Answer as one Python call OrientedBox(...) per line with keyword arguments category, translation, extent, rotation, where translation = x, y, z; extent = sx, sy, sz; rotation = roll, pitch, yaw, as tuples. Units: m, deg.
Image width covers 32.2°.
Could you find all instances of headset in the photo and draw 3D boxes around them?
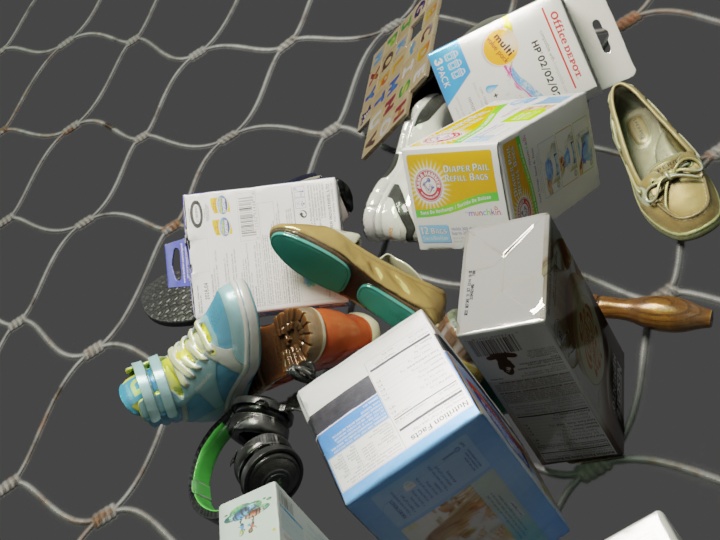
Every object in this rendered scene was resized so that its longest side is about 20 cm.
OrientedBox(category="headset", translation=(-0.104, 0.167, 1.238), extent=(0.199, 0.094, 0.124), rotation=(-37, 39, 19))

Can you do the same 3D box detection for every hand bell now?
OrientedBox(category="hand bell", translation=(0.223, 0.034, 1.150), extent=(0.198, 0.105, 0.105), rotation=(7, 56, 24))

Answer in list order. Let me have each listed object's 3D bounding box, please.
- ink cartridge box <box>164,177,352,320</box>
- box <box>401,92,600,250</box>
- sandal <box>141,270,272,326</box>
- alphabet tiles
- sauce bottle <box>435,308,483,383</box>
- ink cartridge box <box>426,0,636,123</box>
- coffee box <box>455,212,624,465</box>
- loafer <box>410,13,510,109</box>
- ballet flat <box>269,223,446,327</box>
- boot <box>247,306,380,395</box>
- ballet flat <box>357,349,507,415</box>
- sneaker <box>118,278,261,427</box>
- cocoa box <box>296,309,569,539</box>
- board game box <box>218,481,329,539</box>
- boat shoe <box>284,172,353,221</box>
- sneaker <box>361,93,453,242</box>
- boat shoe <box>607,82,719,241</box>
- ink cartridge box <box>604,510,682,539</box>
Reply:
OrientedBox(category="ink cartridge box", translation=(-0.114, -0.019, 1.337), extent=(0.197, 0.076, 0.138), rotation=(-7, 83, 0))
OrientedBox(category="box", translation=(0.141, -0.099, 1.229), extent=(0.111, 0.103, 0.200), rotation=(-1, 19, 35))
OrientedBox(category="sandal", translation=(-0.160, 0.039, 1.443), extent=(0.198, 0.045, 0.076), rotation=(-3, 54, 15))
OrientedBox(category="alphabet tiles", translation=(0.043, -0.231, 1.479), extent=(0.167, 0.007, 0.202), rotation=(-42, 29, 49))
OrientedBox(category="sauce bottle", translation=(0.050, 0.128, 1.138), extent=(0.201, 0.064, 0.065), rotation=(-56, 36, 19))
OrientedBox(category="ink cartridge box", translation=(0.187, -0.224, 1.364), extent=(0.198, 0.068, 0.116), rotation=(-24, 86, 16))
OrientedBox(category="coffee box", translation=(0.158, 0.063, 1.061), extent=(0.079, 0.200, 0.115), rotation=(-12, 47, 25))
OrientedBox(category="loafer", translation=(0.129, -0.230, 1.458), extent=(0.199, 0.075, 0.070), rotation=(-24, 45, 31))
OrientedBox(category="ballet flat", translation=(0.000, 0.000, 1.274), extent=(0.063, 0.199, 0.069), rotation=(-59, 4, -37))
OrientedBox(category="boot", translation=(-0.064, 0.085, 1.308), extent=(0.199, 0.106, 0.076), rotation=(-21, 75, 52))
OrientedBox(category="ballet flat", translation=(0.083, 0.090, 1.200), extent=(0.198, 0.072, 0.072), rotation=(6, 56, 37))
OrientedBox(category="sneaker", translation=(-0.175, 0.093, 1.258), extent=(0.129, 0.201, 0.080), rotation=(-8, 48, -24))
OrientedBox(category="cocoa box", translation=(0.063, 0.161, 1.039), extent=(0.133, 0.200, 0.132), rotation=(-34, 42, 4))
OrientedBox(category="board game box", translation=(-0.055, 0.302, 1.037), extent=(0.064, 0.148, 0.201), rotation=(-25, 42, 13))
OrientedBox(category="boat shoe", translation=(-0.105, -0.045, 1.440), extent=(0.199, 0.075, 0.093), rotation=(-29, 19, -10))
OrientedBox(category="sneaker", translation=(0.074, -0.110, 1.395), extent=(0.079, 0.074, 0.202), rotation=(11, 64, 25))
OrientedBox(category="boat shoe", translation=(0.292, -0.109, 1.227), extent=(0.073, 0.063, 0.202), rotation=(-26, 42, 13))
OrientedBox(category="ink cartridge box", translation=(0.206, 0.301, 0.897), extent=(0.144, 0.084, 0.201), rotation=(-30, 41, 9))
